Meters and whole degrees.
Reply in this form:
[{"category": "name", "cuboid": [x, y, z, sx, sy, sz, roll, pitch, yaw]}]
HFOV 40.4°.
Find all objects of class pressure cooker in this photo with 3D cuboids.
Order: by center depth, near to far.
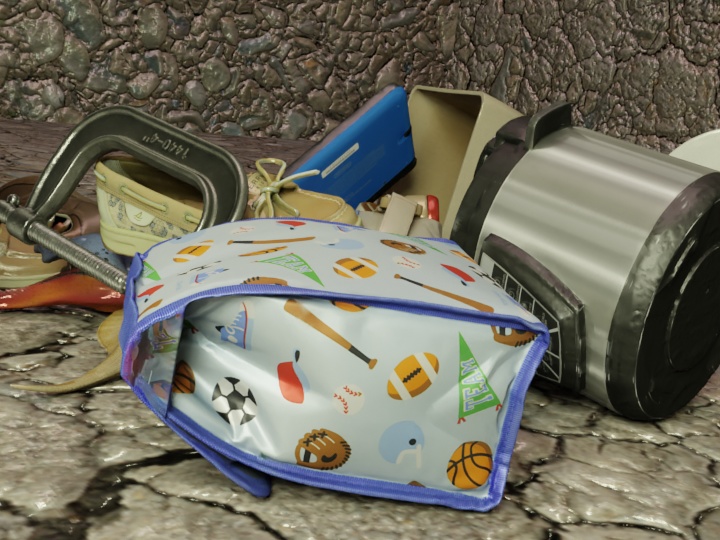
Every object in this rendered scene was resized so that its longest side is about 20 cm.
[{"category": "pressure cooker", "cuboid": [0.157, -0.007, 0.694, 0.199, 0.178, 0.178, 28, 2, 39]}]

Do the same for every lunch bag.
[{"category": "lunch bag", "cuboid": [-0.028, 0.039, 0.523, 0.197, 0.126, 0.170, 11, 11, -15]}]

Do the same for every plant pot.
[{"category": "plant pot", "cuboid": [0.137, -0.070, 1.047, 0.175, 0.202, 0.200, 15, 7, -20]}]

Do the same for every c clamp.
[{"category": "c clamp", "cuboid": [-0.168, -0.027, 0.639, 0.198, 0.172, 0.027, 19, -18, 31]}]

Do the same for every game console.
[{"category": "game console", "cuboid": [-0.050, -0.098, 1.000, 0.118, 0.172, 0.200, 36, 67, 30]}]

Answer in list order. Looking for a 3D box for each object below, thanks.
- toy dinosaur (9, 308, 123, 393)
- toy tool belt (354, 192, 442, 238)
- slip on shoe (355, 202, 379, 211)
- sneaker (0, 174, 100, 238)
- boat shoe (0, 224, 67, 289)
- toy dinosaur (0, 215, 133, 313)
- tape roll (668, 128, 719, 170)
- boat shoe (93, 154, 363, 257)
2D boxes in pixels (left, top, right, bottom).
[{"category": "toy dinosaur", "cuboid": [-0.132, 0.044, 0.641, 0.100, 0.059, 0.200, 4, 30, 16]}, {"category": "toy tool belt", "cuboid": [0.000, 0.000, 0.716, 0.121, 0.126, 0.201, 0, 30, 3]}, {"category": "slip on shoe", "cuboid": [0.036, 0.007, 0.908, 0.075, 0.061, 0.200, 14, 24, -34]}, {"category": "sneaker", "cuboid": [-0.317, -0.053, 0.961, 0.198, 0.072, 0.075, 14, 14, 35]}, {"category": "boat shoe", "cuboid": [-0.325, -0.025, 0.818, 0.197, 0.067, 0.074, 4, 11, -14]}, {"category": "toy dinosaur", "cuboid": [-0.165, 0.023, 0.750, 0.180, 0.106, 0.200, 23, 52, 29]}, {"category": "tape roll", "cuboid": [0.386, -0.045, 0.999, 0.200, 0.206, 0.037, 11, 11, 22]}, {"category": "boat shoe", "cuboid": [-0.095, -0.042, 0.664, 0.197, 0.063, 0.073, 3, 29, 17]}]
